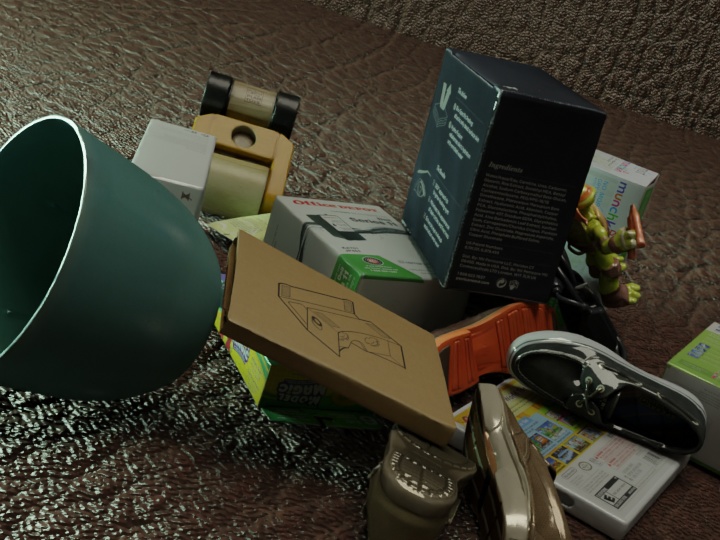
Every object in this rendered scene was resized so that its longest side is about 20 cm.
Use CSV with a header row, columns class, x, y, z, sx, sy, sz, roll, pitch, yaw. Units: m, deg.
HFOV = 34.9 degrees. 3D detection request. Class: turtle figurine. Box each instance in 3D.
class,x,y,z,sx,sy,sz,roll,pitch,yaw
turtle figurine,0.249,-0.033,1.205,0.064,0.162,0.200,-32,38,-3

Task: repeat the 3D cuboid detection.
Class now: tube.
class,x,y,z,sx,sy,sz,roll,pitch,yaw
tube,-0.076,-0.047,1.329,0.199,0.058,0.052,-6,72,-41

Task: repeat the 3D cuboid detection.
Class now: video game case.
class,x,y,z,sx,sy,sz,roll,pitch,yaw
video game case,0.191,0.159,1.050,0.181,0.023,0.200,28,23,24

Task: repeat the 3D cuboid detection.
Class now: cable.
class,x,y,z,sx,sy,sz,roll,pitch,yaw
cable,0.229,0.035,1.234,0.200,0.051,0.164,48,13,-45

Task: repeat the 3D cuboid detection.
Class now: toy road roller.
class,x,y,z,sx,sy,sz,roll,pitch,yaw
toy road roller,-0.153,-0.133,1.420,0.122,0.146,0.201,15,58,-8

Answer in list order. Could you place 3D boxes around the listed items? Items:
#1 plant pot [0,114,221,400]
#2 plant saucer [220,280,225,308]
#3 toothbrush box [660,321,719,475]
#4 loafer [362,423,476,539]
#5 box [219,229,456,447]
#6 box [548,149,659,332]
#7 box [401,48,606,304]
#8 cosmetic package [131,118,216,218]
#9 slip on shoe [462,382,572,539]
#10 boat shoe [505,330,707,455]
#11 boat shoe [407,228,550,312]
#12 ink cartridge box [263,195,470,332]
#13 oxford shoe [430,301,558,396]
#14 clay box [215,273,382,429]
class,x,y,z,sx,sy,sz,roll,pitch,yaw
plant pot,-0.205,0.009,0.876,0.160,0.201,0.200,28,9,-41
plant saucer,-0.037,0.051,1.007,0.199,0.019,0.070,24,20,11
toothbrush box,0.392,0.138,1.175,0.145,0.087,0.200,26,23,23
loafer,0.037,0.164,0.849,0.075,0.069,0.200,30,6,11
box,-0.018,0.051,0.918,0.199,0.021,0.164,29,19,-15
box,0.232,-0.048,1.358,0.175,0.201,0.097,25,22,17
box,0.137,-0.100,1.162,0.116,0.202,0.197,9,20,-15
cosmetic package,-0.205,-0.074,1.195,0.080,0.114,0.200,15,18,-7
slip on shoe,0.122,0.162,0.903,0.060,0.077,0.200,9,24,-8
boat shoe,0.231,0.114,1.069,0.198,0.069,0.057,21,21,2
boat shoe,0.119,0.008,1.321,0.199,0.072,0.066,27,43,24
ink cartridge box,0.000,0.000,1.210,0.146,0.084,0.200,4,24,-35
oxford shoe,0.115,0.069,1.127,0.199,0.072,0.073,-11,11,-39
clay box,-0.056,0.071,1.033,0.114,0.048,0.200,7,22,-27
